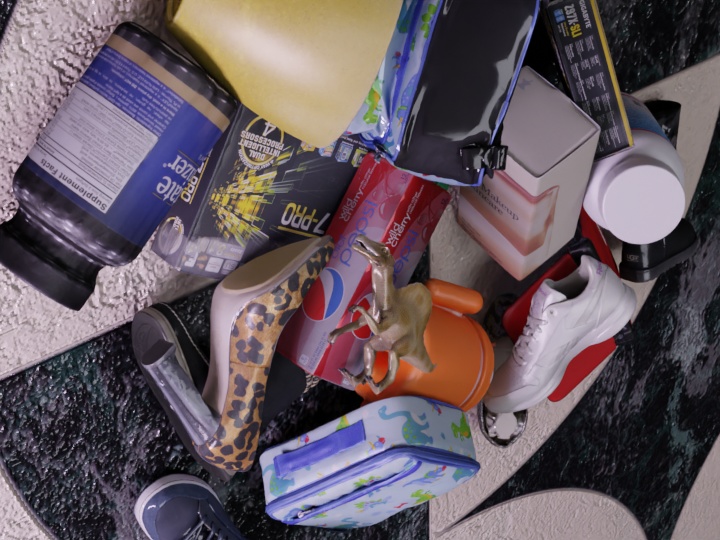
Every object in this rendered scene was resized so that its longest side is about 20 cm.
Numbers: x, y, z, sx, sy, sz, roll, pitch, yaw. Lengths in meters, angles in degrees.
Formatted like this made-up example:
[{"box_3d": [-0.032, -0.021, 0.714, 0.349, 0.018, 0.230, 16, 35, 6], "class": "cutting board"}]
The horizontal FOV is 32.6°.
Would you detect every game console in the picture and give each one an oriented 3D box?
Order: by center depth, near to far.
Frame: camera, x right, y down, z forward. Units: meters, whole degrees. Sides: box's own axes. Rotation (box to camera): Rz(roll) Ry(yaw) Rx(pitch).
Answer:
[{"box_3d": [0.232, 0.021, 1.416, 0.117, 0.174, 0.200, -18, 140, 16], "class": "game console"}]

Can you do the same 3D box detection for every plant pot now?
[{"box_3d": [-0.066, -0.211, 0.931, 0.140, 0.200, 0.202, 16, 105, -19], "class": "plant pot"}]

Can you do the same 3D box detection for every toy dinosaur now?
[{"box_3d": [0.031, 0.061, 1.077, 0.101, 0.058, 0.201, -46, 136, -19], "class": "toy dinosaur"}]

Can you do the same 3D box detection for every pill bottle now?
[{"box_3d": [-0.190, -0.076, 0.929, 0.201, 0.111, 0.112, -55, 138, -1], "class": "pill bottle"}, {"box_3d": [0.272, -0.106, 1.274, 0.107, 0.201, 0.110, 0, 115, 0], "class": "pill bottle"}]

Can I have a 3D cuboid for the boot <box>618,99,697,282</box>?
[{"box_3d": [0.360, -0.107, 1.477, 0.164, 0.065, 0.203, -34, 124, -51], "class": "boot"}]

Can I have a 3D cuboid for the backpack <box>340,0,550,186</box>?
[{"box_3d": [0.049, -0.175, 1.024, 0.145, 0.200, 0.185, 15, 96, -11], "class": "backpack"}]

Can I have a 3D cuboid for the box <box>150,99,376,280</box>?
[{"box_3d": [-0.074, -0.066, 1.093, 0.199, 0.049, 0.163, 14, 105, -49], "class": "box"}]

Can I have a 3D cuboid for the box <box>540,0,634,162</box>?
[{"box_3d": [0.202, -0.230, 1.175, 0.049, 0.161, 0.201, -20, 135, 8], "class": "box"}]

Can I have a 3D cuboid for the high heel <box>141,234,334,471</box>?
[{"box_3d": [-0.078, 0.072, 1.060, 0.199, 0.071, 0.143, -39, 119, -17], "class": "high heel"}]

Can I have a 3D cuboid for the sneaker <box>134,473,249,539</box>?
[{"box_3d": [-0.126, 0.284, 1.189, 0.077, 0.146, 0.203, -46, 136, -9], "class": "sneaker"}]

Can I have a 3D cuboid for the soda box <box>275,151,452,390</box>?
[{"box_3d": [0.000, 0.000, 1.110, 0.063, 0.070, 0.202, 25, 91, -47], "class": "soda box"}]

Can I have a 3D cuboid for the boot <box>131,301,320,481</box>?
[{"box_3d": [-0.116, 0.076, 1.130, 0.154, 0.073, 0.205, -41, 132, -27], "class": "boot"}]

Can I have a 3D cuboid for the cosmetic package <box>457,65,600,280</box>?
[{"box_3d": [0.160, -0.090, 1.213, 0.087, 0.103, 0.201, -38, 156, -17], "class": "cosmetic package"}]

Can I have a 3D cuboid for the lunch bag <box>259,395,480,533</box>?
[{"box_3d": [0.006, 0.197, 1.239, 0.199, 0.083, 0.160, -28, 150, 28], "class": "lunch bag"}]

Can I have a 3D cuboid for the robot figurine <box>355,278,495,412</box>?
[{"box_3d": [0.062, 0.088, 1.267, 0.199, 0.116, 0.146, 19, 70, -48], "class": "robot figurine"}]

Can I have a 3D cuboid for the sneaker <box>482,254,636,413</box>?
[{"box_3d": [0.195, 0.065, 1.311, 0.200, 0.075, 0.100, -44, 117, 5], "class": "sneaker"}]

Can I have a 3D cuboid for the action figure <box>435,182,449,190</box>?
[{"box_3d": [0.051, -0.094, 1.191, 0.118, 0.054, 0.202, 17, 98, -49], "class": "action figure"}]

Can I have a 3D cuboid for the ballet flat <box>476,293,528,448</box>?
[{"box_3d": [0.172, 0.125, 1.420, 0.071, 0.072, 0.202, -23, 129, -32], "class": "ballet flat"}]
